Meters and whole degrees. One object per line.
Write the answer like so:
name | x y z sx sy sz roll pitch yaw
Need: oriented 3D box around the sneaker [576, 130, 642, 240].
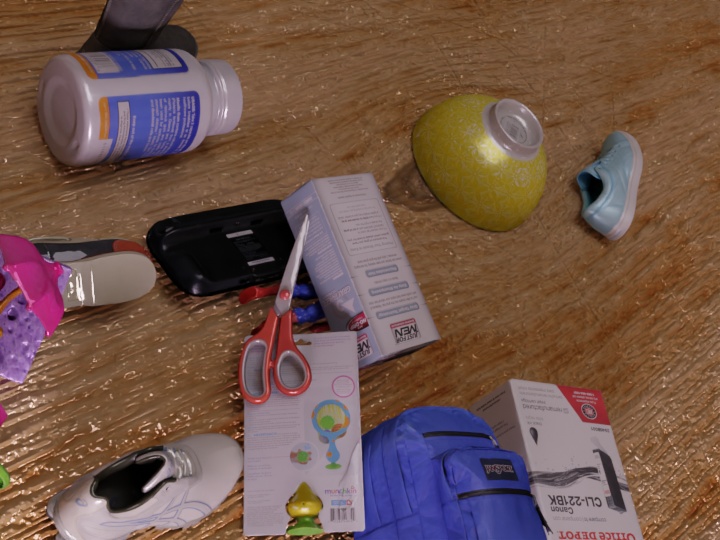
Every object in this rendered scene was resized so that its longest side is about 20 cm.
sneaker | 0.357 -0.141 1.565 0.082 0.074 0.201 30 46 -20

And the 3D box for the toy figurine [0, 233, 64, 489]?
toy figurine | -0.327 0.049 0.870 0.199 0.150 0.185 20 61 9

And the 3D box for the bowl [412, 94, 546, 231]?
bowl | 0.179 -0.164 1.428 0.199 0.108 0.201 18 52 -24

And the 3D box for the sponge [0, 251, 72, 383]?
sponge | -0.363 0.012 0.925 0.199 0.030 0.112 24 89 -21

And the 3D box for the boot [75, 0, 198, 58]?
boot | -0.213 -0.282 1.160 0.073 0.200 0.181 49 44 8

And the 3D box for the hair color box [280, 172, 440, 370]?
hair color box | 0.000 0.000 1.155 0.099 0.061 0.201 -11 75 -46

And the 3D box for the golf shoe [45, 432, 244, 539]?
golf shoe | -0.170 0.185 0.941 0.199 0.097 0.079 -20 71 -44

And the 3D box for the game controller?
game controller | -0.127 -0.026 1.151 0.199 0.042 0.105 -14 62 -40

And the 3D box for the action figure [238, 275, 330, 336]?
action figure | -0.044 0.032 1.173 0.199 0.052 0.066 -10 72 -43

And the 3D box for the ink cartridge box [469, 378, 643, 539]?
ink cartridge box | 0.217 0.234 1.195 0.143 0.084 0.201 10 56 -31

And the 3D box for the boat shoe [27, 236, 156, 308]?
boat shoe | -0.293 0.001 1.004 0.198 0.072 0.063 -5 25 -23

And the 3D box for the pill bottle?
pill bottle | -0.228 -0.176 1.140 0.199 0.112 0.113 -13 68 -41

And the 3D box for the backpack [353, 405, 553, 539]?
backpack | 0.086 0.230 1.048 0.162 0.168 0.201 14 50 -42

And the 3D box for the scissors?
scissors | -0.085 0.035 1.082 0.072 0.014 0.202 -2 70 2

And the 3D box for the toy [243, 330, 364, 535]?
toy | -0.057 0.162 1.061 0.114 0.047 0.201 -2 61 -1
